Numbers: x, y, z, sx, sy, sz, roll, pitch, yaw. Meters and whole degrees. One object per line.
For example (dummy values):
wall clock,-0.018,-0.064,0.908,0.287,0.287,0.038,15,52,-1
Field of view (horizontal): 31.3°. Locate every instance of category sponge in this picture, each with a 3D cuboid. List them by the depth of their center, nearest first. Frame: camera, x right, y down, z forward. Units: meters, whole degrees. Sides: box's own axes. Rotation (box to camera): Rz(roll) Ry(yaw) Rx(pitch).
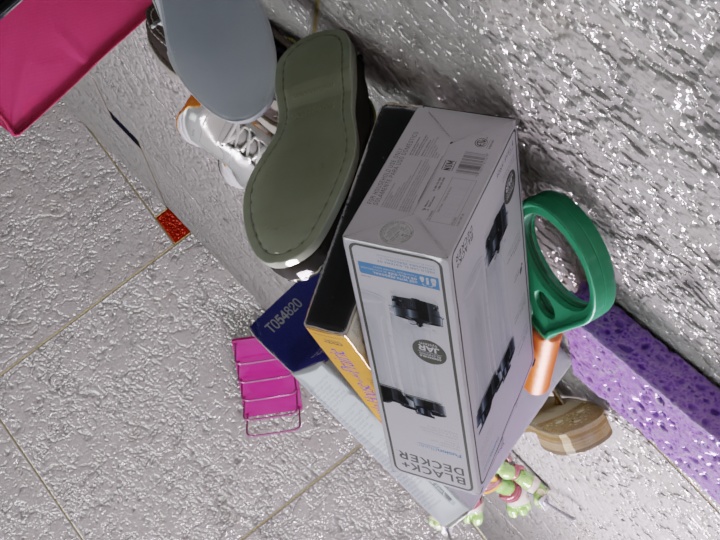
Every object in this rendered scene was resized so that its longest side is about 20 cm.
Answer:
sponge,0.209,0.097,0.819,0.200,0.030,0.112,43,169,28

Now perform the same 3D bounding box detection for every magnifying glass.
magnifying glass,0.119,0.022,0.801,0.080,0.022,0.201,52,160,26

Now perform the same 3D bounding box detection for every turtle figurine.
turtle figurine,0.166,0.306,1.641,0.200,0.144,0.194,46,176,24

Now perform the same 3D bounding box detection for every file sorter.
file sorter,-0.212,0.263,2.934,0.126,0.138,0.202,-101,3,-67

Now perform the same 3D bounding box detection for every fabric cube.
fabric cube,-0.340,-0.275,1.208,0.197,0.200,0.199,52,169,-32

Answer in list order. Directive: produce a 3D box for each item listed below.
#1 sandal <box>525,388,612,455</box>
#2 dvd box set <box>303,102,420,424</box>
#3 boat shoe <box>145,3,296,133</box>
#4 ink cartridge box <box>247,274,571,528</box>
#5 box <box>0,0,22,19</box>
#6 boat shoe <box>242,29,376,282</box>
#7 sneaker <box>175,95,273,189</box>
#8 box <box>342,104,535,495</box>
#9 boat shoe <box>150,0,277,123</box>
sandal,0.144,0.105,1.116,0.070,0.077,0.211,67,162,-9
dvd box set,0.029,0.010,0.800,0.029,0.147,0.200,11,160,22
boat shoe,-0.100,-0.168,0.978,0.200,0.072,0.060,36,162,33
ink cartridge box,0.045,0.055,0.951,0.200,0.200,0.041,44,133,1
box,-0.276,-0.298,0.907,0.200,0.164,0.086,49,171,-17
boat shoe,-0.023,-0.065,0.790,0.202,0.071,0.061,-82,-26,-42
sneaker,-0.107,-0.122,1.262,0.092,0.076,0.200,34,175,23
box,0.052,0.021,0.741,0.060,0.117,0.201,11,139,22
boat shoe,-0.112,-0.187,0.870,0.200,0.073,0.068,57,-177,6
